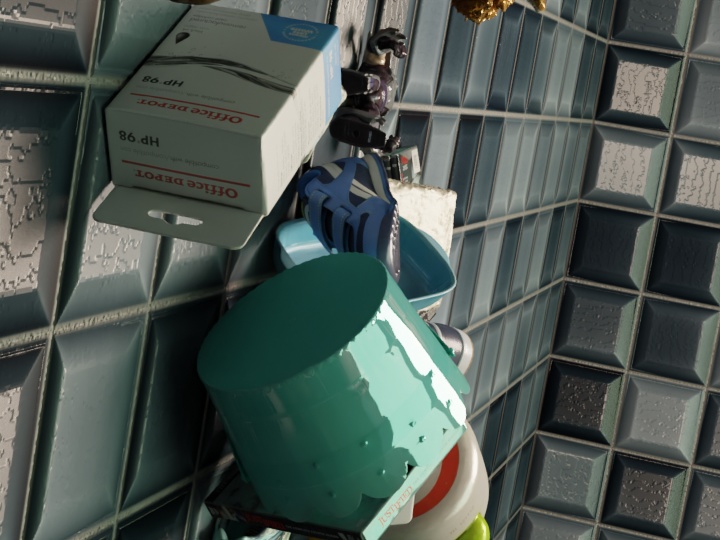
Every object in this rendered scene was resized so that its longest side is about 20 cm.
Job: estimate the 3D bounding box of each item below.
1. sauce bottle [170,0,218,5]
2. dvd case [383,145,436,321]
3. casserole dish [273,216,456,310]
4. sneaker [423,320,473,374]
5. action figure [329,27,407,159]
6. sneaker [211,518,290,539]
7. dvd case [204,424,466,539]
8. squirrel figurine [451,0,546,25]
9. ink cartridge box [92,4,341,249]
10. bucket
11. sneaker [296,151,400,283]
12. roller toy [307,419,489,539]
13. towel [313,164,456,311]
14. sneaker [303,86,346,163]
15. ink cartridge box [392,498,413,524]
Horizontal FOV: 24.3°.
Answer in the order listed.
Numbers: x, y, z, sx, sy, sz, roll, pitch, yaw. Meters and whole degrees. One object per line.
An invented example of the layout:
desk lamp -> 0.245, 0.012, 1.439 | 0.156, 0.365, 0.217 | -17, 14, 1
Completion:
sauce bottle -> -0.114, -0.269, 1.077 | 0.065, 0.065, 0.200 | -64, 159, -45
dvd case -> 0.056, -0.036, 1.872 | 0.146, 0.022, 0.200 | -39, 124, -76
casserole dish -> 0.000, 0.000, 1.560 | 0.200, 0.121, 0.039 | -9, 139, -45
sneaker -> 0.017, 0.127, 1.575 | 0.200, 0.070, 0.108 | -56, 146, 5
action figure -> 0.011, -0.168, 1.632 | 0.200, 0.069, 0.130 | -47, 136, -72
sneaker -> -0.080, 0.198, 1.549 | 0.086, 0.078, 0.200 | 78, 27, -50
dvd case -> -0.024, 0.168, 1.435 | 0.146, 0.200, 0.022 | -47, 120, -31
squirrel figurine -> 0.110, -0.319, 1.653 | 0.200, 0.187, 0.142 | 4, 97, -76
ink cartridge box -> -0.098, -0.105, 1.159 | 0.200, 0.116, 0.067 | -62, 158, -50
bucket -> -0.028, 0.090, 1.384 | 0.135, 0.207, 0.207 | 61, 34, -26
sneaker -> -0.009, -0.042, 1.498 | 0.200, 0.082, 0.074 | -110, -162, -64
roller toy -> 0.042, 0.226, 1.831 | 0.140, 0.200, 0.183 | 70, 24, -63
towel -> 0.016, -0.029, 1.663 | 0.200, 0.034, 0.133 | 9, 90, -45
sneaker -> -0.061, -0.132, 1.381 | 0.200, 0.075, 0.087 | 36, 72, -74
ink cartridge box -> 0.000, 0.157, 1.691 | 0.067, 0.116, 0.200 | -128, -140, -60
